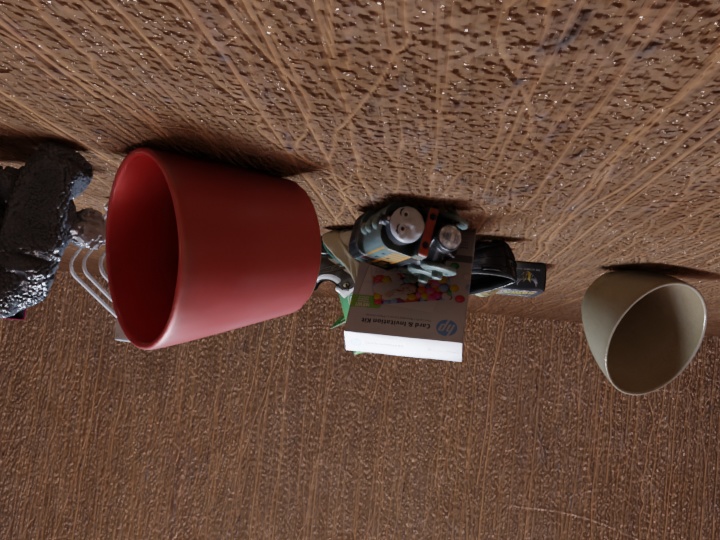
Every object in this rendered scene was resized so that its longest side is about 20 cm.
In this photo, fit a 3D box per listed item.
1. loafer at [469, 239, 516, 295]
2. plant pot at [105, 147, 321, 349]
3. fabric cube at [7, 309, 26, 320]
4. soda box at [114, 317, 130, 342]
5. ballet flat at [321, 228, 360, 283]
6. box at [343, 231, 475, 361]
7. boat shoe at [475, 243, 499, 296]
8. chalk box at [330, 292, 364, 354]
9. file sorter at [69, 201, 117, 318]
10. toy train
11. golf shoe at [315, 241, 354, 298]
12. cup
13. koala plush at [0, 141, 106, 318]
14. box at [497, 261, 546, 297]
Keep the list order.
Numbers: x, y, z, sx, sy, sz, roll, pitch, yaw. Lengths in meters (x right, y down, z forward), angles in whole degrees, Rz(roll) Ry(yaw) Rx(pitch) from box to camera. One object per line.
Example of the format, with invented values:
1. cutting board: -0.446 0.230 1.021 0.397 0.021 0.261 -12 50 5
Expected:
1. loafer: 0.128 0.015 1.330 0.196 0.072 0.069 -16 141 9
2. plant pot: -0.148 -0.023 0.955 0.174 0.206 0.199 -1 180 -35
3. fabric cube: -1.134 0.038 2.792 0.197 0.201 0.198 4 176 44
4. soda box: -0.365 0.022 1.577 0.067 0.205 0.063 1 173 38
5. ballet flat: 0.006 -0.019 1.349 0.068 0.070 0.201 9 -151 -37
6. box: 0.069 0.024 1.226 0.152 0.203 0.042 5 137 10
7. boat shoe: 0.200 -0.002 1.446 0.075 0.074 0.199 -10 169 25
8. chalk box: 0.037 0.072 1.740 0.196 0.127 0.124 -10 -167 18
9. file sorter: -0.287 -0.008 1.267 0.198 0.126 0.139 1 139 47
10. toy train: 0.055 -0.037 1.132 0.112 0.087 0.200 17 173 -12
11. golf shoe: 0.000 0.000 1.538 0.195 0.097 0.078 3 174 14
12. cup: 0.444 0.080 1.523 0.196 0.204 0.143 8 -159 -29
13. koala plush: -0.374 -0.053 1.020 0.173 0.189 0.200 6 -173 -2
14. box: 0.227 0.012 1.662 0.195 0.050 0.158 6 175 5
